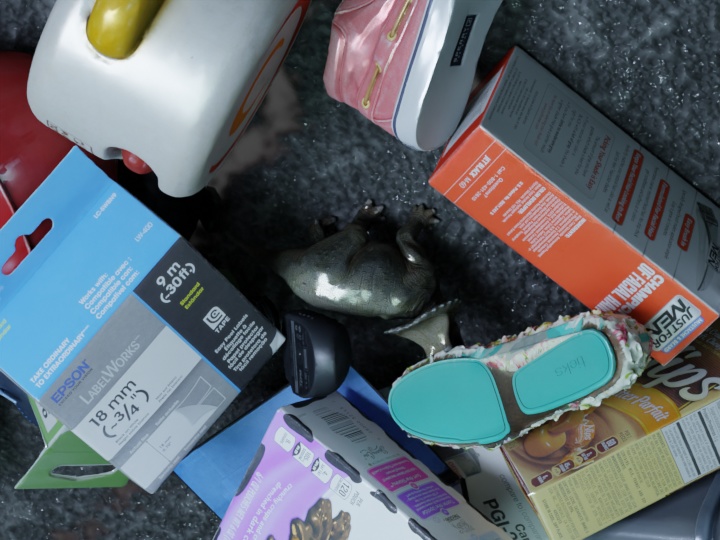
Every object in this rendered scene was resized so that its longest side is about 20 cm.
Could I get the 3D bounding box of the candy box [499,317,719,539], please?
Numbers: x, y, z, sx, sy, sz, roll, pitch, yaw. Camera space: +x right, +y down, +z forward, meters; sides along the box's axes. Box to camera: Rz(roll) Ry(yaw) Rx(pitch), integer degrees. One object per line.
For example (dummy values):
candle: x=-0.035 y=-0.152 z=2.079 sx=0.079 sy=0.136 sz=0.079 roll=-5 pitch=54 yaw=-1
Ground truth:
candy box: x=0.194 y=0.098 z=1.403 sx=0.199 sy=0.115 sz=0.055 roll=-28 pitch=115 yaw=-1

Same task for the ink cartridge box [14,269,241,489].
ink cartridge box: x=-0.176 y=0.081 z=1.545 sx=0.200 sy=0.104 sz=0.059 roll=-49 pitch=55 yaw=34

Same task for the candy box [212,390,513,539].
candy box: x=0.001 y=0.210 z=1.426 sx=0.200 sy=0.071 sz=0.168 roll=38 pitch=116 yaw=23

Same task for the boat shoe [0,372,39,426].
boat shoe: x=-0.282 y=0.030 z=1.591 sx=0.068 sy=0.084 sz=0.201 roll=-23 pitch=97 yaw=30

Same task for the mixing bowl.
mixing bowl: x=-0.239 y=-0.075 z=1.455 sx=0.200 sy=0.108 sz=0.201 roll=41 pitch=150 yaw=30

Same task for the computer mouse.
computer mouse: x=-0.045 y=0.050 z=1.477 sx=0.034 sy=0.200 sz=0.059 roll=-6 pitch=99 yaw=-18

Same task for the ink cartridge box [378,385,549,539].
ink cartridge box: x=0.072 y=0.153 z=1.548 sx=0.199 sy=0.085 sz=0.146 roll=-20 pitch=115 yaw=26

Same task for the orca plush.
orca plush: x=-0.171 y=-0.027 z=1.511 sx=0.105 sy=0.071 sz=0.200 roll=40 pitch=125 yaw=-10

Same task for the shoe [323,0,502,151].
shoe: x=0.041 y=-0.184 z=1.339 sx=0.091 sy=0.071 sz=0.201 roll=31 pitch=111 yaw=30

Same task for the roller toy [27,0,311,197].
roller toy: x=-0.125 y=-0.151 z=1.340 sx=0.139 sy=0.200 sz=0.183 roll=29 pitch=130 yaw=1

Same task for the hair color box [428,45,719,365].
hair color box: x=0.149 y=-0.043 z=1.375 sx=0.200 sy=0.111 sz=0.064 roll=37 pitch=127 yaw=-8

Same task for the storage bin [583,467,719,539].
storage bin: x=0.225 y=0.169 z=1.453 sx=0.134 sy=0.200 sz=0.146 roll=1 pitch=124 yaw=30

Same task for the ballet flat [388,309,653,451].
ballet flat: x=0.110 y=0.073 z=1.376 sx=0.199 sy=0.064 sz=0.076 roll=-16 pitch=89 yaw=40

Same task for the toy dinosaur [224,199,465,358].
toy dinosaur: x=0.000 y=0.000 z=1.456 sx=0.199 sy=0.102 sz=0.077 roll=23 pitch=126 yaw=1

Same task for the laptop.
laptop: x=-0.024 y=0.199 z=1.490 sx=0.116 sy=0.201 sz=0.187 roll=22 pitch=135 yaw=-40

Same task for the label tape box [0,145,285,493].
label tape box: x=-0.162 y=0.037 z=1.387 sx=0.063 sy=0.144 sz=0.200 roll=34 pitch=171 yaw=46
